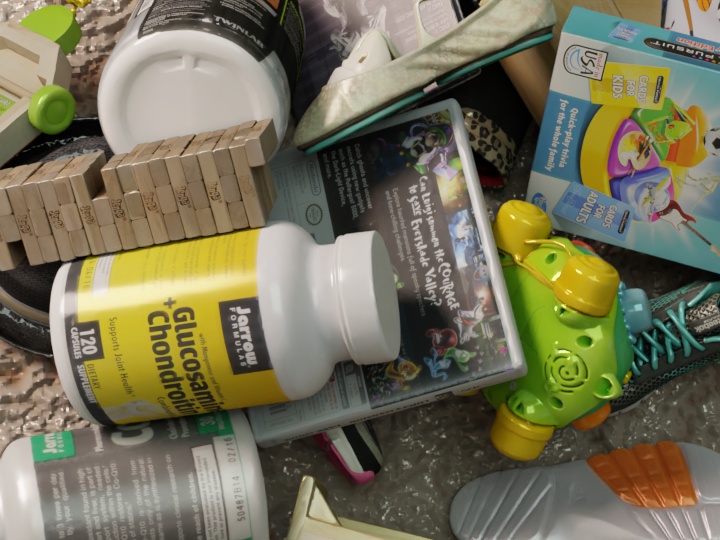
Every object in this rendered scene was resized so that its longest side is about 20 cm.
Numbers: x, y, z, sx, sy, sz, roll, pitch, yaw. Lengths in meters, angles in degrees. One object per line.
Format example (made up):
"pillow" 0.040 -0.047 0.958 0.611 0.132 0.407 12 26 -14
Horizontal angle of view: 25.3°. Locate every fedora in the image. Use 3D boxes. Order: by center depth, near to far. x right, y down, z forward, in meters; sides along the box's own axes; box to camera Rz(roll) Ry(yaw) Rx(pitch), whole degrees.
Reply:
"fedora" -0.184 -0.035 1.090 0.200 0.092 0.201 3 71 -9

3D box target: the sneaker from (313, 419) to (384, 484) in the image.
"sneaker" -0.011 0.046 1.103 0.087 0.074 0.200 -17 70 -8

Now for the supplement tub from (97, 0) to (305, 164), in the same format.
"supplement tub" -0.101 -0.143 1.083 0.122 0.123 0.200 15 28 -4

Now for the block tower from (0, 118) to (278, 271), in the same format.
"block tower" -0.148 -0.045 0.990 0.200 0.054 0.058 -11 109 9

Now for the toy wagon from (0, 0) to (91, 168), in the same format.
"toy wagon" -0.257 -0.122 1.099 0.155 0.040 0.200 28 64 39

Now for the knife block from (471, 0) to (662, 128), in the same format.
"knife block" 0.128 -0.166 1.134 0.175 0.064 0.200 8 84 -33

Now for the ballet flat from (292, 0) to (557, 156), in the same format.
"ballet flat" 0.034 -0.143 1.064 0.200 0.067 0.062 -27 95 -10

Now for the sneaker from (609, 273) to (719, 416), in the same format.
"sneaker" 0.224 0.042 1.134 0.200 0.091 0.078 -25 80 -15

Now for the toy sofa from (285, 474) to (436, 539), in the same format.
"toy sofa" 0.045 0.205 1.033 0.200 0.083 0.098 13 79 8

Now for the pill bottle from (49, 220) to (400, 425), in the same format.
"pill bottle" -0.081 0.030 0.992 0.200 0.112 0.112 -9 72 11

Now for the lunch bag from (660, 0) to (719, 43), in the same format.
"lunch bag" 0.285 -0.194 1.144 0.124 0.170 0.200 18 33 -1

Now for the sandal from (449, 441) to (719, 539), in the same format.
"sandal" 0.167 0.168 1.107 0.207 0.059 0.079 -4 54 10

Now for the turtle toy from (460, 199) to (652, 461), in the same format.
"turtle toy" 0.120 0.030 1.084 0.101 0.146 0.200 7 26 -35

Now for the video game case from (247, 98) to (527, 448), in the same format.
"video game case" 0.000 0.000 1.057 0.182 0.023 0.200 -16 65 10

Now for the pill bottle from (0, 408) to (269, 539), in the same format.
"pill bottle" -0.165 0.155 1.019 0.200 0.113 0.113 -9 73 -13

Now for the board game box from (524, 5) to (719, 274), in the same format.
"board game box" 0.222 -0.080 1.084 0.200 0.151 0.047 16 37 10

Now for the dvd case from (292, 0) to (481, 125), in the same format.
"dvd case" -0.004 -0.202 1.169 0.149 0.016 0.200 -25 72 28

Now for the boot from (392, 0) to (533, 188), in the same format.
"boot" 0.057 -0.163 1.187 0.200 0.073 0.151 29 69 -8
